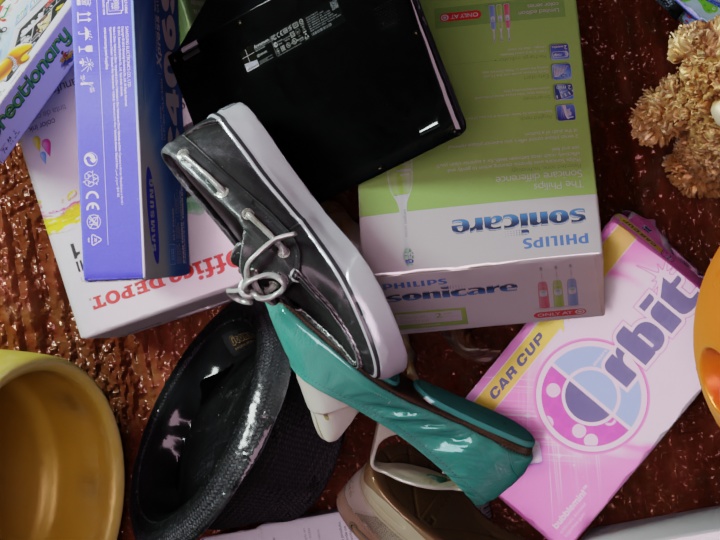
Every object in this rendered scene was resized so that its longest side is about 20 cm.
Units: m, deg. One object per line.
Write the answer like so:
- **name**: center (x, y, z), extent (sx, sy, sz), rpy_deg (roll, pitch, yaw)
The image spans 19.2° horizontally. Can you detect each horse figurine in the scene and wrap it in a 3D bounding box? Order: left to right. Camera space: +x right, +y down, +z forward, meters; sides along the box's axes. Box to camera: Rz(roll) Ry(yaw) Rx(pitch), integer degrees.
- **horse figurine**: center (0.000, 0.000, 1.396), extent (0.200, 0.133, 0.050), rpy_deg (34, 119, -10)

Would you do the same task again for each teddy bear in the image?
- **teddy bear**: center (0.234, -0.084, 1.298), extent (0.145, 0.200, 0.067), rpy_deg (28, 70, 0)

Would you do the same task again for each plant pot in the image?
- **plant pot**: center (-0.292, 0.149, 1.438), extent (0.188, 0.201, 0.201), rpy_deg (4, 93, 29)

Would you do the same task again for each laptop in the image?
- **laptop**: center (-0.013, -0.149, 1.341), extent (0.187, 0.116, 0.200), rpy_deg (-25, 84, 36)

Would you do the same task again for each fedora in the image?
- **fedora**: center (-0.072, 0.115, 1.409), extent (0.091, 0.201, 0.201), rpy_deg (24, 99, -22)

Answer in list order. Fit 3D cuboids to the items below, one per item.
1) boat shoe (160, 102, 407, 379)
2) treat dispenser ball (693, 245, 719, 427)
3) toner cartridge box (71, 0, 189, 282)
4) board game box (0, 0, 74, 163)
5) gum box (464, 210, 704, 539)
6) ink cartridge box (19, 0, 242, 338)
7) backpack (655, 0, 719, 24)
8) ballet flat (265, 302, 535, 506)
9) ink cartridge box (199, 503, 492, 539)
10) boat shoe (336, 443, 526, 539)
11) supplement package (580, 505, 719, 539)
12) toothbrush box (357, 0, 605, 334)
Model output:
- **boat shoe**: center (-0.048, -0.009, 1.261), extent (0.068, 0.074, 0.200), rpy_deg (-30, 76, -17)
- **treat dispenser ball**: center (0.294, 0.039, 1.240), extent (0.200, 0.201, 0.202), rpy_deg (1, 92, 14)
- **toner cartridge box**: center (-0.145, -0.094, 1.346), extent (0.043, 0.095, 0.201), rpy_deg (-2, 92, 13)
- **board game box**: center (-0.233, -0.164, 1.410), extent (0.126, 0.035, 0.200), rpy_deg (13, 60, 36)
- **gum box**: center (0.155, 0.068, 1.380), extent (0.113, 0.066, 0.200), rpy_deg (40, 100, 8)
- **ink cartridge box**: center (-0.141, -0.068, 1.438), extent (0.144, 0.084, 0.201), rpy_deg (-18, 88, 14)
- **backpack**: center (0.253, -0.220, 1.305), extent (0.200, 0.147, 0.183), rpy_deg (44, 104, 5)
- **ballet flat**: center (0.013, 0.087, 1.322), extent (0.200, 0.067, 0.070), rpy_deg (31, 99, -10)
- **ink cartridge box**: center (0.006, 0.257, 1.438), extent (0.199, 0.043, 0.197), rpy_deg (-11, 89, 17)
- **boat shoe**: center (0.068, 0.200, 1.370), extent (0.200, 0.072, 0.065), rpy_deg (44, 132, 2)
- **supplement package**: center (0.244, 0.208, 1.339), extent (0.199, 0.117, 0.117), rpy_deg (-11, 90, 13)
- **toothbrush box**: center (0.072, -0.071, 1.334), extent (0.145, 0.086, 0.200), rpy_deg (-6, 60, 5)
